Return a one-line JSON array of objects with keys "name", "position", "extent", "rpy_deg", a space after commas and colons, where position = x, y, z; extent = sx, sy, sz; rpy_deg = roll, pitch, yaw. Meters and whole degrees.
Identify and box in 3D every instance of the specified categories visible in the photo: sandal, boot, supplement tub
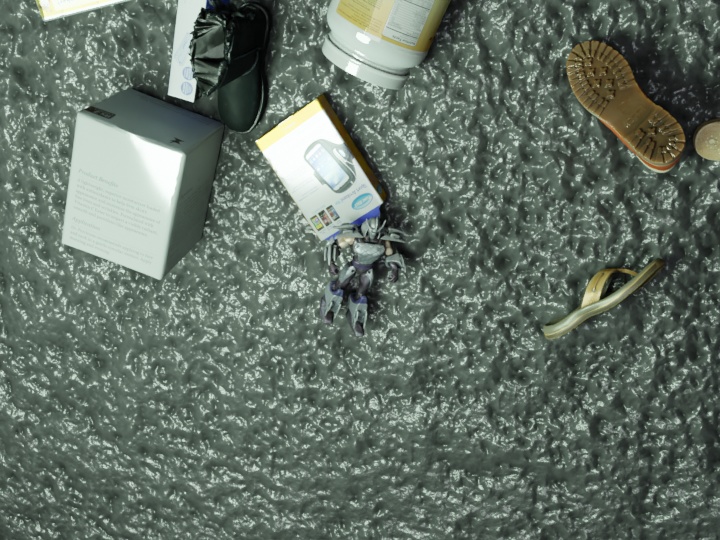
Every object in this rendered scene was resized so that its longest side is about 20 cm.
[{"name": "sandal", "position": [0.537, -0.169, 1.077], "extent": [0.207, 0.070, 0.079], "rpy_deg": [-6, 111, 15]}, {"name": "boot", "position": [0.343, -0.208, 1.105], "extent": [0.075, 0.107, 0.202], "rpy_deg": [-39, 72, 15]}, {"name": "supplement tub", "position": [0.041, -0.351, 1.078], "extent": [0.142, 0.145, 0.203], "rpy_deg": [26, 116, 1]}, {"name": "sandal", "position": [0.339, 0.033, 1.211], "extent": [0.198, 0.080, 0.055], "rpy_deg": [-34, 80, 27]}, {"name": "boot", "position": [-0.178, -0.270, 1.151], "extent": [0.072, 0.163, 0.202], "rpy_deg": [16, 115, 7]}]

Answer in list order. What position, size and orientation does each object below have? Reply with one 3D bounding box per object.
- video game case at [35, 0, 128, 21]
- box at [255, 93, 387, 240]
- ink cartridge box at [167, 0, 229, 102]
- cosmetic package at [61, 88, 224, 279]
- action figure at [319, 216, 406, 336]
[{"name": "video game case", "position": [-0.372, -0.456, 1.157], "extent": [0.196, 0.023, 0.185], "rpy_deg": [-13, 118, 1]}, {"name": "box", "position": [-0.050, -0.140, 1.244], "extent": [0.118, 0.042, 0.202], "rpy_deg": [-28, 105, 22]}, {"name": "ink cartridge box", "position": [-0.218, -0.345, 1.168], "extent": [0.043, 0.094, 0.204], "rpy_deg": [15, 115, 6]}, {"name": "cosmetic package", "position": [-0.316, -0.130, 1.239], "extent": [0.162, 0.165, 0.203], "rpy_deg": [20, 115, 3]}, {"name": "action figure", "position": [0.000, 0.000, 1.258], "extent": [0.127, 0.070, 0.202], "rpy_deg": [11, 129, -11]}]
